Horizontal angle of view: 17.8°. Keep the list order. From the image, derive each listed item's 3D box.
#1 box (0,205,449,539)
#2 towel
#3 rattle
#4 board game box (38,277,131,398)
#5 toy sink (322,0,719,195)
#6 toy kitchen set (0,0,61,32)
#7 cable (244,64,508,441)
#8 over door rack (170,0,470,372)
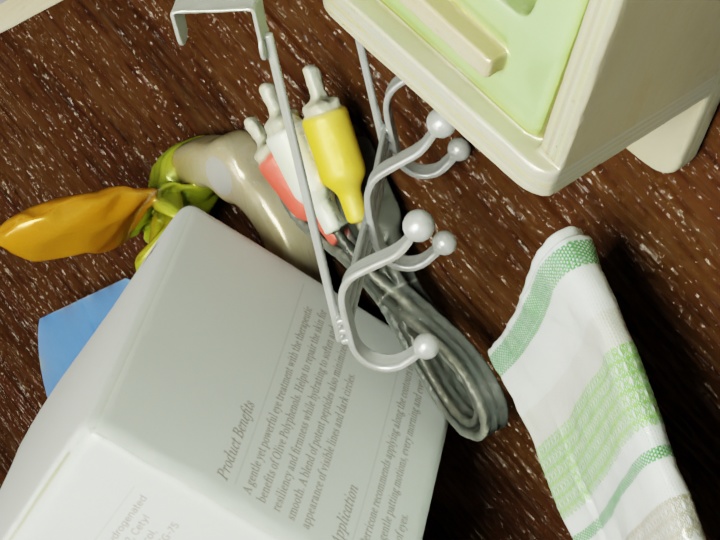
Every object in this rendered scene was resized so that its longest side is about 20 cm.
[{"bbox_3d":[-0.081,0.121,1.123,0.171,0.199,0.200,32,122,-10],"label":"box"},{"bbox_3d":[0.108,0.097,1.002,0.149,0.031,0.200,101,152,-67],"label":"towel"},{"bbox_3d":[-0.077,0.036,1.207,0.130,0.143,0.200,-11,103,38],"label":"rattle"},{"bbox_3d":[-0.122,0.081,1.404,0.200,0.039,0.158,-23,93,54],"label":"board game box"},{"bbox_3d":[0.071,-0.117,0.877,0.130,0.112,0.200,45,147,21],"label":"toy sink"},{"bbox_3d":[-0.128,-0.194,0.854,0.180,0.163,0.200,-25,123,20],"label":"toy kitchen set"},{"bbox_3d":[0.000,0.000,1.124,0.097,0.050,0.200,-35,77,58],"label":"cable"},{"bbox_3d":[0.000,-0.077,0.965,0.067,0.148,0.200,-12,127,20],"label":"over door rack"}]
